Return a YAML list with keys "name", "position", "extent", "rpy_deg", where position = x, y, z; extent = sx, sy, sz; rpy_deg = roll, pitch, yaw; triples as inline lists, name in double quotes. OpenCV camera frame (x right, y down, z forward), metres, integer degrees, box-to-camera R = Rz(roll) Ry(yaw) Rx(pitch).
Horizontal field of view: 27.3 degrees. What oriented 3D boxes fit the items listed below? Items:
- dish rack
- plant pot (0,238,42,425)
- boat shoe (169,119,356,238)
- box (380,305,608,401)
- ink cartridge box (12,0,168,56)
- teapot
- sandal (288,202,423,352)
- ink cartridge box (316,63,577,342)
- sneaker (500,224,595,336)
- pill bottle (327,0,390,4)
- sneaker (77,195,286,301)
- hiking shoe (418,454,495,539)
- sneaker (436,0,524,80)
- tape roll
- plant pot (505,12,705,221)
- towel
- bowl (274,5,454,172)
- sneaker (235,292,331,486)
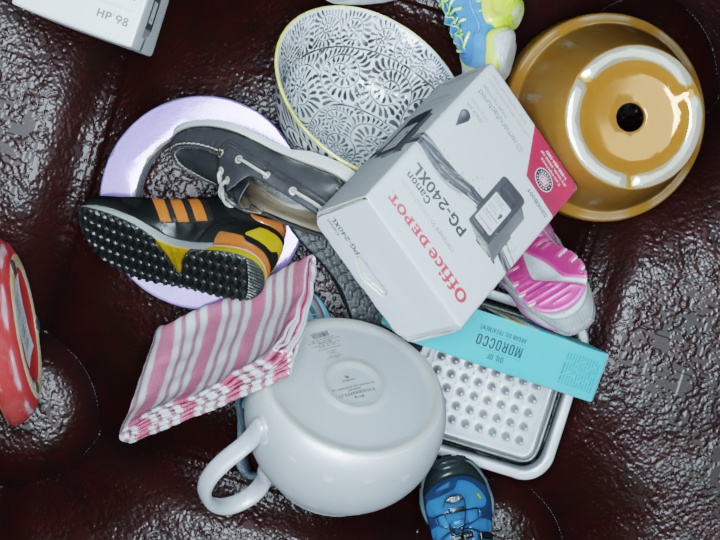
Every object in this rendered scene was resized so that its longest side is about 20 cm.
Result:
- name: "dish rack"
  position: [0.112, 0.102, 1.471]
  extent: [0.198, 0.044, 0.174]
  rpy_deg: [17, 94, -3]
- name: "plant pot"
  position: [-0.397, 0.068, 1.373]
  extent: [0.180, 0.200, 0.203]
  rpy_deg: [-9, 95, -4]
- name: "boat shoe"
  position: [-0.093, -0.080, 1.340]
  extent: [0.198, 0.074, 0.061]
  rpy_deg: [20, 62, 18]
- name: "box"
  position: [0.125, 0.063, 1.388]
  extent: [0.198, 0.082, 0.050]
  rpy_deg: [19, 93, -17]
- name: "ink cartridge box"
  position: [-0.244, -0.249, 1.348]
  extent: [0.114, 0.200, 0.067]
  rpy_deg: [20, 94, -3]
- name: "teapot"
  position: [-0.024, 0.153, 1.350]
  extent: [0.198, 0.198, 0.147]
  rpy_deg: [20, 131, 2]
- name: "sandal"
  position: [0.001, -0.001, 1.412]
  extent: [0.075, 0.048, 0.202]
  rpy_deg: [-34, 105, -4]
- name: "ink cartridge box"
  position: [0.077, -0.059, 1.295]
  extent: [0.146, 0.083, 0.200]
  rpy_deg: [52, 57, -16]
- name: "sneaker"
  position: [0.159, -0.007, 1.411]
  extent: [0.081, 0.201, 0.089]
  rpy_deg: [-30, 135, 3]
- name: "pill bottle"
  position: [0.003, -0.360, 1.384]
  extent: [0.113, 0.114, 0.203]
  rpy_deg: [-9, 87, -1]
- name: "sneaker"
  position: [-0.163, -0.037, 1.380]
  extent: [0.198, 0.090, 0.071]
  rpy_deg: [16, 135, 17]
- name: "hiking shoe"
  position: [0.105, 0.270, 1.435]
  extent: [0.073, 0.087, 0.202]
  rpy_deg: [-15, 119, -4]
- name: "sneaker"
  position: [0.103, -0.244, 1.421]
  extent: [0.104, 0.076, 0.202]
  rpy_deg: [15, 73, 8]
- name: "tape roll"
  position: [-0.150, -0.067, 1.436]
  extent: [0.197, 0.066, 0.203]
  rpy_deg: [0, 96, -3]
- name: "plant pot"
  position: [0.236, -0.143, 1.383]
  extent: [0.197, 0.183, 0.203]
  rpy_deg: [0, 95, -2]
- name: "towel"
  position: [-0.130, 0.068, 1.342]
  extent: [0.198, 0.147, 0.030]
  rpy_deg: [-24, 121, 26]
- name: "bowl"
  position: [-0.005, -0.142, 1.403]
  extent: [0.198, 0.094, 0.203]
  rpy_deg: [14, 53, -20]
- name: "sneaker"
  position: [-0.076, 0.113, 1.431]
  extent: [0.078, 0.095, 0.203]
  rpy_deg: [10, 95, 14]
